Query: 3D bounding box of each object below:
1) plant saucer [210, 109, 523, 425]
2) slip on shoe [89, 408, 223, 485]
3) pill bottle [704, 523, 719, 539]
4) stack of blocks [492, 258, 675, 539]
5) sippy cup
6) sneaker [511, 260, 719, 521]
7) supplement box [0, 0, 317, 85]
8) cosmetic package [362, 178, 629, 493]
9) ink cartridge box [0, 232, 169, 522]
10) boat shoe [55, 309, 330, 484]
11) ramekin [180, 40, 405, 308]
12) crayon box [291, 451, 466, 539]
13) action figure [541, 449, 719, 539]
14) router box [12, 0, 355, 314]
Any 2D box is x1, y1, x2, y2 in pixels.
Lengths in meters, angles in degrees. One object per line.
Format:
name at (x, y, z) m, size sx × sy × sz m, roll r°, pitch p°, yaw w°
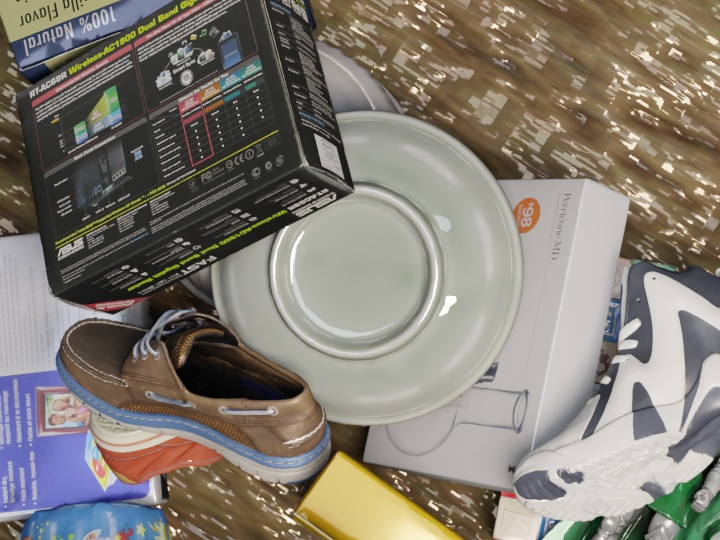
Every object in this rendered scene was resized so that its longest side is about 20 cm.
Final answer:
plant saucer at (0.000, 0.000, 0.997) m, size 0.200 × 0.050 × 0.200 m, roll 1°, pitch 94°, yaw 9°
slip on shoe at (-0.084, 0.089, 1.083) m, size 0.200 × 0.061 × 0.074 m, roll -19°, pitch 41°, yaw -22°
pill bottle at (0.324, 0.176, 1.027) m, size 0.200 × 0.109 × 0.109 m, roll -14°, pitch 80°, yaw 1°
stack of blocks at (0.162, 0.093, 1.078) m, size 0.115 × 0.059 × 0.200 m, roll 10°, pitch 81°, yaw 6°
sippy cup at (-0.172, 0.222, 1.052) m, size 0.178 × 0.140 × 0.130 m, roll 4°, pitch 69°, yaw -21°
sneaker at (0.167, 0.062, 0.982) m, size 0.199 × 0.079 × 0.130 m, roll -29°, pitch 50°, yaw 2°
supplement box at (-0.159, -0.241, 1.118) m, size 0.200 × 0.134 × 0.200 m, roll -21°, pitch 79°, yaw 0°
cosmetic package at (0.087, 0.041, 1.052) m, size 0.151 × 0.052 × 0.200 m, roll 3°, pitch 77°, yaw 47°
ink cartridge box at (-0.241, 0.074, 1.119) m, size 0.200 × 0.047 × 0.198 m, roll -6°, pitch 82°, yaw 5°
boat shoe at (-0.106, 0.062, 1.009) m, size 0.200 × 0.072 × 0.072 m, roll 18°, pitch 42°, yaw 21°
ramekin at (-0.057, -0.067, 1.097) m, size 0.200 × 0.105 × 0.200 m, roll -1°, pitch 81°, yaw 4°
crayon box at (0.024, 0.168, 0.999) m, size 0.127 × 0.200 × 0.051 m, roll 36°, pitch 85°, yaw 3°
action figure at (0.191, 0.134, 1.009) m, size 0.118 × 0.055 × 0.200 m, roll 28°, pitch 77°, yaw 26°
router box at (-0.114, -0.080, 0.999) m, size 0.200 × 0.062 × 0.150 m, roll -25°, pitch 65°, yaw 24°
